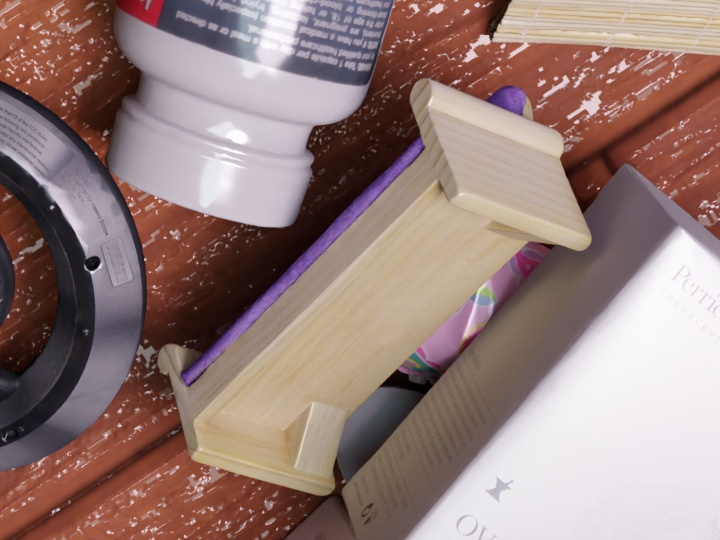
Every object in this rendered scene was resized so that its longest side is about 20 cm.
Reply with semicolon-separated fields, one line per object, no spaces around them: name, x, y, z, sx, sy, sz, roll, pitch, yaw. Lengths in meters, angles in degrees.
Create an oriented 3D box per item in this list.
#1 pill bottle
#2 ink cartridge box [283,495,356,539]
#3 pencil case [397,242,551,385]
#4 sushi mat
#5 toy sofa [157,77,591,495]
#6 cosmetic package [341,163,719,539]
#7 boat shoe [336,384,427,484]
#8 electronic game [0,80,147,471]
pill bottle;-0.042;-0.128;1.148;0.119;0.120;0.201;15;100;-13
ink cartridge box;0.025;0.201;1.201;0.084;0.200;0.145;-45;106;1
pencil case;0.104;0.045;1.233;0.199;0.087;0.088;27;98;-15
sushi mat;0.165;-0.120;1.204;0.199;0.096;0.012;4;66;-10
toy sofa;0.000;0.000;1.155;0.083;0.098;0.200;18;130;-38
cosmetic package;0.133;0.100;1.146;0.199;0.123;0.200;38;96;-14
boat shoe;0.076;0.119;1.259;0.199;0.066;0.072;29;96;-1
electronic game;-0.192;0.002;1.173;0.199;0.042;0.201;4;116;9
